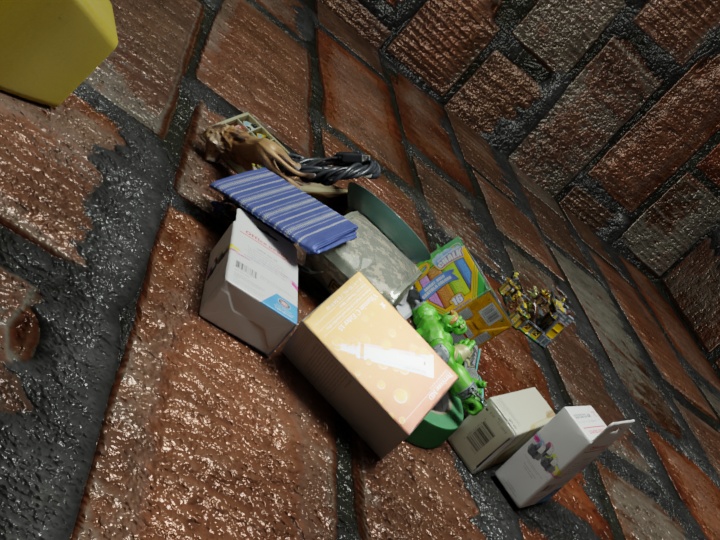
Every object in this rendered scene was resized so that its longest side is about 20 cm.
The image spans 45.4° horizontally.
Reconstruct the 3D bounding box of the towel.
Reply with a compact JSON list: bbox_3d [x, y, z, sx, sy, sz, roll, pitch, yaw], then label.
[{"bbox_3d":[-0.111,-0.089,1.287,0.198,0.024,0.144,33,27,18],"label":"towel"}]

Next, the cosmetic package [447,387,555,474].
[{"bbox_3d":[0.231,0.252,1.374,0.072,0.105,0.199,53,25,22],"label":"cosmetic package"}]

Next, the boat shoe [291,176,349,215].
[{"bbox_3d":[-0.076,-0.141,1.603,0.198,0.073,0.072,0,44,-50],"label":"boat shoe"}]

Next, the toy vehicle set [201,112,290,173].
[{"bbox_3d":[-0.204,-0.227,1.584,0.124,0.027,0.200,43,21,-3],"label":"toy vehicle set"}]

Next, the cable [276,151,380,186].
[{"bbox_3d":[-0.067,-0.176,1.521,0.195,0.052,0.163,6,18,15],"label":"cable"}]

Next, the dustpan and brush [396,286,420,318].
[{"bbox_3d":[0.039,-0.009,1.568,0.200,0.057,0.139,44,21,7],"label":"dustpan and brush"}]

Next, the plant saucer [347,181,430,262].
[{"bbox_3d":[0.042,-0.076,1.542,0.200,0.036,0.200,43,-6,6],"label":"plant saucer"}]

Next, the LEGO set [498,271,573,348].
[{"bbox_3d":[0.416,0.072,2.018,0.153,0.116,0.201,39,21,-11],"label":"LEGO set"}]

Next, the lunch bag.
[{"bbox_3d":[0.000,0.000,1.395,0.164,0.118,0.200,43,13,6],"label":"lunch bag"}]

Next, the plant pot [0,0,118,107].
[{"bbox_3d":[-0.445,-0.350,1.177,0.176,0.199,0.202,40,18,-42],"label":"plant pot"}]

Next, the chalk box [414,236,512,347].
[{"bbox_3d":[0.176,0.036,1.607,0.125,0.123,0.202,50,10,-42],"label":"chalk box"}]

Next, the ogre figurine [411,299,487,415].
[{"bbox_3d":[0.129,0.124,1.319,0.120,0.097,0.202,50,30,-32],"label":"ogre figurine"}]

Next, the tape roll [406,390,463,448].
[{"bbox_3d":[0.070,0.173,1.306,0.199,0.048,0.202,36,22,-17],"label":"tape roll"}]

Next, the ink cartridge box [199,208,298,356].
[{"bbox_3d":[-0.149,0.011,1.184,0.114,0.068,0.201,34,24,-21],"label":"ink cartridge box"}]

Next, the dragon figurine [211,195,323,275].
[{"bbox_3d":[-0.148,-0.051,1.313,0.201,0.059,0.099,51,22,20],"label":"dragon figurine"}]

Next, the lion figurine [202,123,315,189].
[{"bbox_3d":[-0.169,-0.192,1.414,0.197,0.073,0.123,7,-28,44],"label":"lion figurine"}]

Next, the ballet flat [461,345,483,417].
[{"bbox_3d":[0.170,0.185,1.459,0.072,0.072,0.201,39,22,-10],"label":"ballet flat"}]

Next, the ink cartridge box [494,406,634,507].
[{"bbox_3d":[0.315,0.273,1.328,0.114,0.200,0.068,10,37,-55],"label":"ink cartridge box"}]

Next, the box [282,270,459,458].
[{"bbox_3d":[0.012,0.126,1.156,0.200,0.098,0.124,46,54,5],"label":"box"}]
